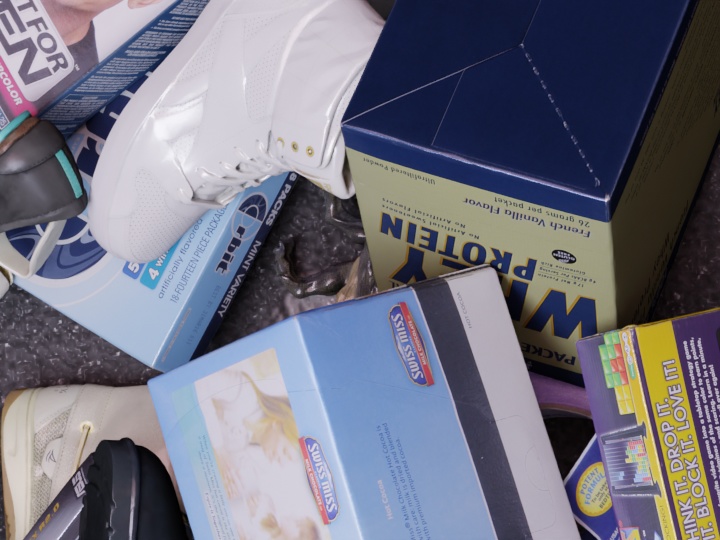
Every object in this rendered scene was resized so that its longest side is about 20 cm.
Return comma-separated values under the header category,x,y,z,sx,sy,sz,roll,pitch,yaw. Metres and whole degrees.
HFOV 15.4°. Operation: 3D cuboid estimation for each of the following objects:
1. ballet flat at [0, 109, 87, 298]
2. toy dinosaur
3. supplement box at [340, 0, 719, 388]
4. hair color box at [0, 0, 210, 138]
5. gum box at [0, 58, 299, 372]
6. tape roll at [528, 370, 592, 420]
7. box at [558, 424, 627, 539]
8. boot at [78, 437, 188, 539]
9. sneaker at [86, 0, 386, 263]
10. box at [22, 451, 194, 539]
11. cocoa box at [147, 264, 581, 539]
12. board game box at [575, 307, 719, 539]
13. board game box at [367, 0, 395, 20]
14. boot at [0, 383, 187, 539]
category,x,y,z,sx,sy,sz,roll,pitch,yaw
ballet flat,-0.207,-0.014,1.408,0.068,0.068,0.200,49,141,-8
toy dinosaur,0.000,0.000,1.440,0.088,0.047,0.200,43,98,8
supplement box,0.096,-0.081,1.315,0.134,0.200,0.201,17,65,16
hair color box,-0.134,-0.157,1.394,0.200,0.060,0.100,-36,77,24
gum box,-0.135,-0.060,1.457,0.199,0.045,0.171,30,92,31
tape roll,0.101,0.140,1.385,0.199,0.066,0.202,-2,83,13
box,0.188,0.130,1.312,0.200,0.032,0.121,43,67,-15
boot,-0.058,0.178,1.323,0.161,0.073,0.200,0,102,-15
sneaker,-0.054,-0.060,1.334,0.116,0.073,0.200,47,114,30
box,-0.105,0.215,1.385,0.200,0.048,0.159,35,96,-17
cocoa box,0.009,0.118,1.255,0.133,0.131,0.201,-24,81,50
board game box,0.204,0.112,1.275,0.164,0.057,0.201,-11,87,-25
board game box,-0.037,-0.216,1.443,0.103,0.105,0.201,-36,76,8
boot,-0.110,0.152,1.435,0.154,0.072,0.201,-9,78,11
